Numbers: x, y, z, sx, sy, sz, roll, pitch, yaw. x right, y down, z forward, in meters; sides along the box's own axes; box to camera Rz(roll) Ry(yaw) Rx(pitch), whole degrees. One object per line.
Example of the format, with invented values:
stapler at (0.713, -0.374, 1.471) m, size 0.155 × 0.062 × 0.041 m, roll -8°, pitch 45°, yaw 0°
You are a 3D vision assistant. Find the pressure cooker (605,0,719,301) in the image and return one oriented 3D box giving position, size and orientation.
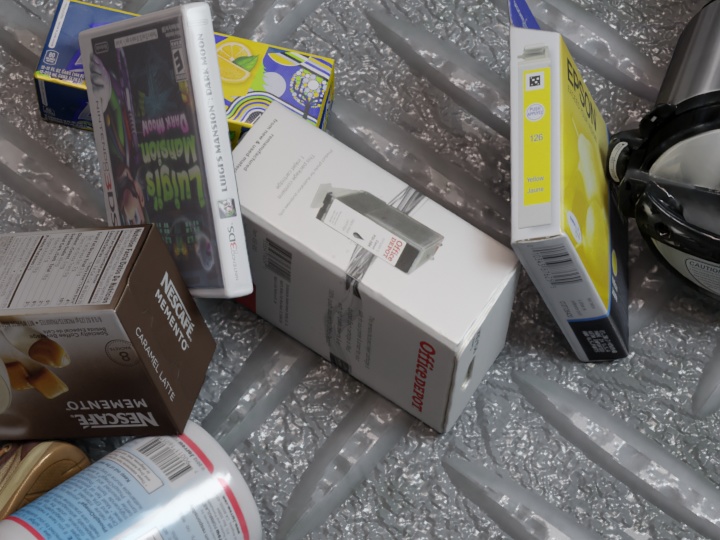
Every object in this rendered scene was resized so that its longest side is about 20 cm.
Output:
pressure cooker at (0.267, -0.074, 1.804) m, size 0.179 × 0.175 × 0.200 m, roll 47°, pitch 41°, yaw -23°

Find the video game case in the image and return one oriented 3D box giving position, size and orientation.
video game case at (-0.129, -0.073, 1.773) m, size 0.023 × 0.200 × 0.183 m, roll -11°, pitch 94°, yaw -25°

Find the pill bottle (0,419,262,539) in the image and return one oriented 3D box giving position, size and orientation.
pill bottle at (-0.168, 0.184, 1.717) m, size 0.199 × 0.109 × 0.109 m, roll -31°, pitch 69°, yaw -25°

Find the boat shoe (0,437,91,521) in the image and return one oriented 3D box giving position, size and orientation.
boat shoe at (-0.259, 0.183, 1.763) m, size 0.072 × 0.072 × 0.200 m, roll 26°, pitch 73°, yaw 43°

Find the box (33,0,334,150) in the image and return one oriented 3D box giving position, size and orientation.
box at (-0.121, -0.126, 1.902) m, size 0.199 × 0.064 × 0.070 m, roll 13°, pitch 65°, yaw 5°

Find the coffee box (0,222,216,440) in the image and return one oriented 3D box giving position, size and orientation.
coffee box at (-0.207, 0.042, 1.747) m, size 0.199 × 0.115 × 0.080 m, roll -3°, pitch 44°, yaw 25°

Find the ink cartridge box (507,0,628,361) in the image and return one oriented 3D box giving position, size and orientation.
ink cartridge box at (0.139, -0.069, 1.809) m, size 0.047 × 0.198 × 0.201 m, roll -5°, pitch 65°, yaw 18°

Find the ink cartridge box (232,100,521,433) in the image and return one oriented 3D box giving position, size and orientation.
ink cartridge box at (0.000, 0.000, 1.802) m, size 0.199 × 0.147 × 0.083 m, roll 33°, pitch 67°, yaw 12°
